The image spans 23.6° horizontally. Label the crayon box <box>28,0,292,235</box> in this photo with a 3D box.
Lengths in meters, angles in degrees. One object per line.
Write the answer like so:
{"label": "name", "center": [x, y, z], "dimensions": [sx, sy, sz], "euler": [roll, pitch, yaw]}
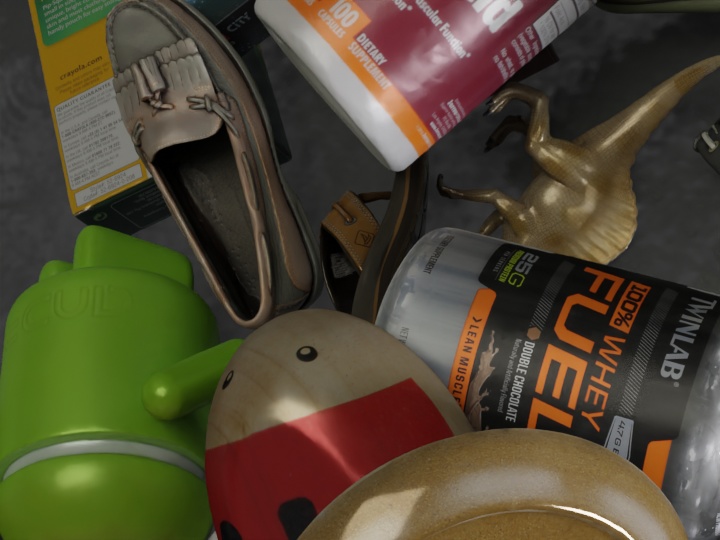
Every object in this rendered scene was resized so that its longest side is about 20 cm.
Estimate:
{"label": "crayon box", "center": [-0.128, -0.133, 1.047], "dimensions": [0.126, 0.052, 0.200], "euler": [-24, 63, 14]}

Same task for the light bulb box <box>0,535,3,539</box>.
{"label": "light bulb box", "center": [-0.286, 0.199, 0.948], "dimensions": [0.200, 0.125, 0.198], "euler": [-43, 58, 3]}

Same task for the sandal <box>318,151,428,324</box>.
{"label": "sandal", "center": [0.000, 0.000, 0.893], "dimensions": [0.054, 0.082, 0.200], "euler": [12, 58, 7]}

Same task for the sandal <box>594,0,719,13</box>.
{"label": "sandal", "center": [0.216, -0.147, 0.891], "dimensions": [0.201, 0.057, 0.080], "euler": [6, 47, 20]}

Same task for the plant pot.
{"label": "plant pot", "center": [0.053, 0.161, 0.720], "dimensions": [0.200, 0.200, 0.027], "euler": [-43, 25, 4]}

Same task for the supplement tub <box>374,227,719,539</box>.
{"label": "supplement tub", "center": [0.111, 0.059, 0.813], "dimensions": [0.200, 0.123, 0.123], "euler": [14, 77, 19]}

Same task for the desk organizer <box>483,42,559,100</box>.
{"label": "desk organizer", "center": [0.036, -0.191, 0.984], "dimensions": [0.077, 0.072, 0.200], "euler": [-27, 62, 11]}

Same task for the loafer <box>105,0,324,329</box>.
{"label": "loafer", "center": [-0.084, -0.061, 0.938], "dimensions": [0.072, 0.063, 0.200], "euler": [-26, 95, 26]}

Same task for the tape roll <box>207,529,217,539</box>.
{"label": "tape roll", "center": [0.001, 0.201, 0.848], "dimensions": [0.202, 0.071, 0.203], "euler": [-9, 67, 21]}

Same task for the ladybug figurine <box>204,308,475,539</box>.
{"label": "ladybug figurine", "center": [-0.006, 0.116, 0.765], "dimensions": [0.136, 0.072, 0.200], "euler": [-24, 90, 24]}

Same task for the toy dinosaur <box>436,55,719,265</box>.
{"label": "toy dinosaur", "center": [0.110, -0.052, 0.916], "dimensions": [0.101, 0.058, 0.200], "euler": [40, 98, 16]}

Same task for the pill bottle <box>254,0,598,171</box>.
{"label": "pill bottle", "center": [0.056, -0.154, 0.855], "dimensions": [0.200, 0.114, 0.114], "euler": [-41, 59, 0]}

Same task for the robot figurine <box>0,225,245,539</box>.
{"label": "robot figurine", "center": [-0.132, 0.079, 0.902], "dimensions": [0.175, 0.116, 0.200], "euler": [-36, 45, 40]}

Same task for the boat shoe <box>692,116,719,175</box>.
{"label": "boat shoe", "center": [0.224, -0.003, 0.829], "dimensions": [0.068, 0.072, 0.200], "euler": [-32, 56, 18]}

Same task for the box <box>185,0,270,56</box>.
{"label": "box", "center": [-0.031, -0.227, 0.962], "dimensions": [0.200, 0.038, 0.137], "euler": [-33, 60, 25]}
